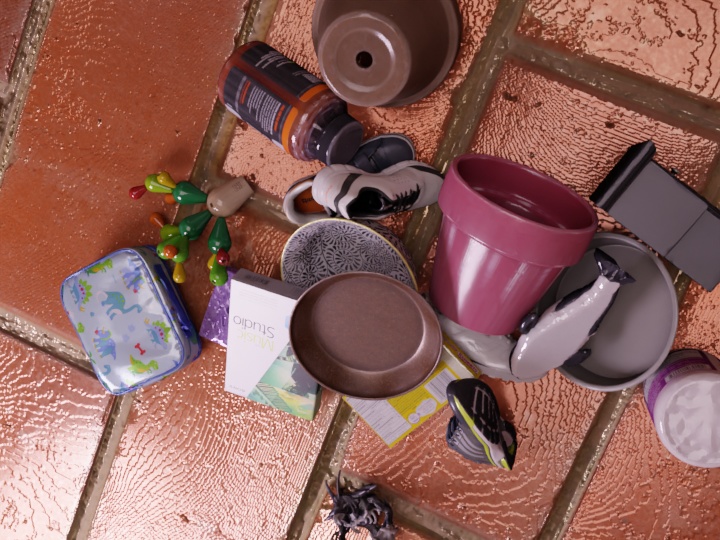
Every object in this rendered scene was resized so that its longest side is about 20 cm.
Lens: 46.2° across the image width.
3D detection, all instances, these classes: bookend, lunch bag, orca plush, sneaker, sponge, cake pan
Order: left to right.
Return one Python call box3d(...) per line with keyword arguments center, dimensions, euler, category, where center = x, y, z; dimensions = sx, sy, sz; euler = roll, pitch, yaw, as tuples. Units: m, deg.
box3d(center=(-0.335, 0.072, 1.251), dimensions=(0.160, 0.082, 0.201), euler=(-26, 90, 15), category="lunch bag")
box3d(center=(-0.129, 0.081, 1.232), dimensions=(0.199, 0.030, 0.112), euler=(23, 102, 8), category="sponge")
box3d(center=(-0.015, -0.116, 1.152), dimensions=(0.199, 0.079, 0.079), euler=(-27, 110, 16), category="sneaker")
box3d(center=(0.037, -0.095, 1.102), dimensions=(0.080, 0.199, 0.074), euler=(44, 132, 45), category="sneaker")
box3d(center=(0.146, 0.210, 1.121), dimensions=(0.081, 0.074, 0.200), euler=(-7, 138, 24), category="sneaker")
box3d(center=(0.162, 0.093, 1.147), dimensions=(0.199, 0.076, 0.081), euler=(18, 94, 10), category="sneaker")
box3d(center=(0.253, 0.049, 1.067), dimensions=(0.105, 0.071, 0.201), euler=(15, 123, -11), category="orca plush")
box3d(center=(0.316, 0.053, 1.080), dimensions=(0.200, 0.037, 0.201), euler=(-3, 86, 44), category="cake pan")
box3d(center=(0.383, -0.058, 1.012), dimensions=(0.199, 0.200, 0.092), euler=(39, 103, 7), category="bookend")

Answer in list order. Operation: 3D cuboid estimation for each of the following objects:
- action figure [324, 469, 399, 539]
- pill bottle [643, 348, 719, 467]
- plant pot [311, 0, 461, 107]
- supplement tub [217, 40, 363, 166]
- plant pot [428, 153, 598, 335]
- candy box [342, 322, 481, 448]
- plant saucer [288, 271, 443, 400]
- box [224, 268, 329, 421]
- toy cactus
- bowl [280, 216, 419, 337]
box3d(center=(0.012, 0.384, 1.200), dimensions=(0.119, 0.102, 0.200), euler=(-43, 88, 25), category="action figure")
box3d(center=(0.407, 0.157, 1.031), dimensions=(0.112, 0.200, 0.113), euler=(2, 97, 13), category="pill bottle")
box3d(center=(0.020, -0.282, 1.054), dimensions=(0.199, 0.175, 0.201), euler=(6, 120, 10), category="plant pot")
box3d(center=(-0.091, -0.216, 1.127), dimensions=(0.200, 0.107, 0.107), euler=(38, 104, 23), category="supplement tub")
box3d(center=(0.177, -0.025, 1.078), dimensions=(0.199, 0.200, 0.180), euler=(24, 117, 9), category="plant pot")
box3d(center=(0.066, 0.158, 1.160), dimensions=(0.102, 0.026, 0.200), euler=(48, 128, 5), category="candy box")
box3d(center=(0.008, 0.079, 1.088), dimensions=(0.199, 0.037, 0.201), euler=(4, 122, 6), category="plant saucer")
box3d(center=(-0.116, 0.106, 1.180), dimensions=(0.144, 0.036, 0.201), euler=(17, 124, 13), category="box")
box3d(center=(-0.231, -0.080, 1.207), dimensions=(0.165, 0.102, 0.200), euler=(-38, 67, -2), category="toy cactus")
box3d(center=(0.000, 0.000, 1.146), dimensions=(0.200, 0.094, 0.202), euler=(12, 123, 19), category="bowl")
